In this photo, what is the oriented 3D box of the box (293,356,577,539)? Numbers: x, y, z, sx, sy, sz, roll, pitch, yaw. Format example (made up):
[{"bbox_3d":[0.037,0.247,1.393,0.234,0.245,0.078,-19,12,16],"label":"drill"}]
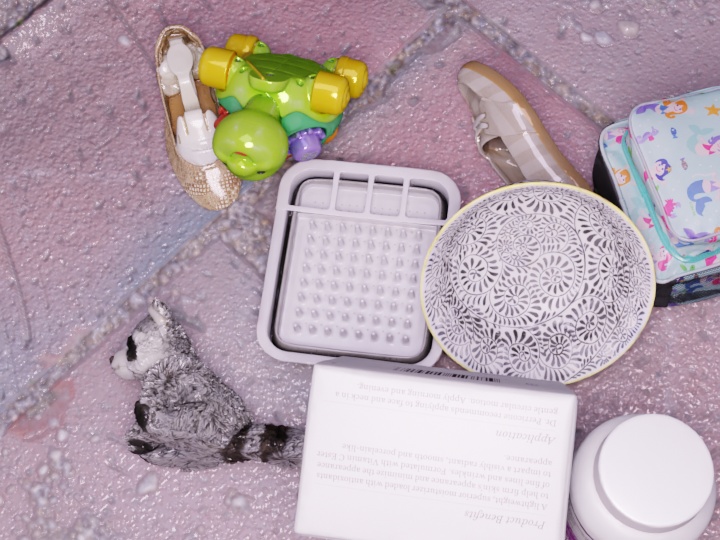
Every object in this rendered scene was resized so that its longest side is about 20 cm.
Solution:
[{"bbox_3d":[0.063,0.145,0.985,0.198,0.200,0.131,7,88,6],"label":"box"}]

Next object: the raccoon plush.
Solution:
[{"bbox_3d":[-0.126,0.106,1.105,0.199,0.097,0.134,13,58,-12],"label":"raccoon plush"}]

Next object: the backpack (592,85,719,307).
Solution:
[{"bbox_3d":[0.322,-0.075,1.102,0.199,0.151,0.178,-12,67,-6],"label":"backpack"}]

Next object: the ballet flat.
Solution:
[{"bbox_3d":[-0.165,-0.154,1.206,0.070,0.065,0.200,-19,69,-4],"label":"ballet flat"}]

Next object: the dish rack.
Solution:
[{"bbox_3d":[0.000,0.000,1.146,0.171,0.044,0.201,6,69,6],"label":"dish rack"}]

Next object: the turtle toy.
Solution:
[{"bbox_3d":[-0.081,-0.149,1.155,0.145,0.200,0.101,14,113,8],"label":"turtle toy"}]

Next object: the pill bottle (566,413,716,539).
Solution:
[{"bbox_3d":[0.216,0.176,0.974,0.112,0.200,0.113,-1,70,2],"label":"pill bottle"}]

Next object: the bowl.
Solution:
[{"bbox_3d":[0.153,-0.005,1.089,0.200,0.201,0.094,1,28,4],"label":"bowl"}]

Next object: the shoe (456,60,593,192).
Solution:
[{"bbox_3d":[0.145,-0.116,1.165,0.053,0.070,0.200,-32,69,-11],"label":"shoe"}]
